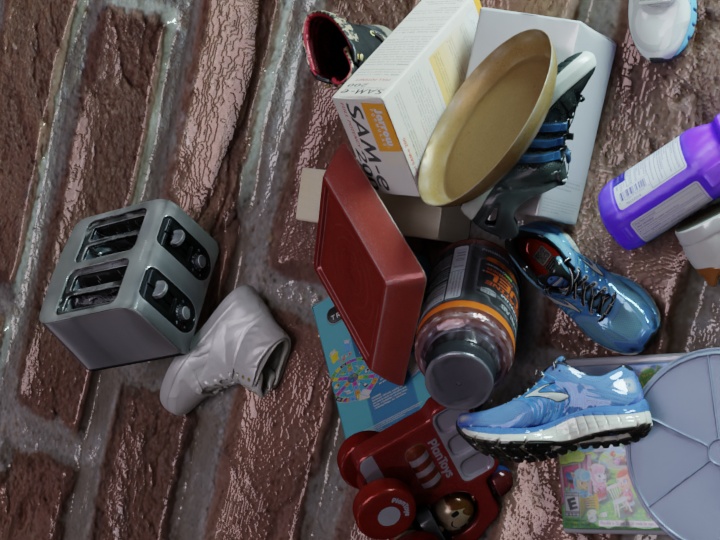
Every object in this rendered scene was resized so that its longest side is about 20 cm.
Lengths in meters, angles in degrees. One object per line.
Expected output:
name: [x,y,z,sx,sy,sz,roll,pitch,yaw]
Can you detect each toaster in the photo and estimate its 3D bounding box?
toaster: [-0.299,0.021,1.604,0.197,0.119,0.183,-11,47,29]

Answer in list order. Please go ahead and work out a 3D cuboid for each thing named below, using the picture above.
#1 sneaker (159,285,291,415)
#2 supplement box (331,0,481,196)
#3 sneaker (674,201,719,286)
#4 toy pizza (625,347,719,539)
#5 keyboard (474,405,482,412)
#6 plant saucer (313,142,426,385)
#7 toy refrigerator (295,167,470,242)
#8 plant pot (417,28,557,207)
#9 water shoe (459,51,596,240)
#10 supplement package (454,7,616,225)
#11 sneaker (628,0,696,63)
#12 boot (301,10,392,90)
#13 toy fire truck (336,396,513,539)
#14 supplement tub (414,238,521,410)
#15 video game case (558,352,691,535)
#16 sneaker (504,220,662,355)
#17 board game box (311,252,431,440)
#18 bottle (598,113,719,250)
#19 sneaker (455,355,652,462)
sneaker: [-0.169,0.131,1.578,0.116,0.073,0.201,47,110,29]
supplement box: [0.068,-0.192,1.350,0.073,0.200,0.127,8,136,39]
sneaker: [0.415,-0.048,1.223,0.198,0.073,0.085,-27,97,27]
toy pizza: [0.358,0.178,1.232,0.197,0.032,0.204,-3,84,31]
keyboard: [0.056,0.192,1.460,0.126,0.020,0.202,34,104,30]
plant saucer: [0.000,0.000,1.364,0.201,0.036,0.201,59,156,32]
toy refrigerator: [0.028,-0.079,1.462,0.197,0.075,0.071,9,92,34]
plant pot: [0.128,-0.144,1.225,0.200,0.027,0.201,-47,25,29]
water shoe: [0.181,-0.122,1.243,0.079,0.072,0.201,37,105,-4]
supplement package: [0.181,-0.163,1.339,0.120,0.119,0.203,16,96,30]
sneaker: [0.302,-0.318,1.293,0.074,0.086,0.204,0,88,31]
boot: [0.017,-0.209,1.431,0.073,0.150,0.202,-33,70,26]
toy fire truck: [0.078,0.237,1.359,0.166,0.201,0.112,-28,30,2]
supplement tub: [0.113,0.059,1.317,0.105,0.201,0.108,5,123,8]
video game case: [0.298,0.180,1.301,0.197,0.022,0.186,-6,84,33]
sneaker: [0.225,0.021,1.318,0.199,0.089,0.079,39,107,28]
board game box: [0.035,0.103,1.442,0.150,0.047,0.203,-29,61,27]
bottle: [0.334,-0.101,1.260,0.199,0.084,0.065,-35,111,26]
sneaker: [0.193,0.140,1.278,0.197,0.079,0.091,-11,64,14]
